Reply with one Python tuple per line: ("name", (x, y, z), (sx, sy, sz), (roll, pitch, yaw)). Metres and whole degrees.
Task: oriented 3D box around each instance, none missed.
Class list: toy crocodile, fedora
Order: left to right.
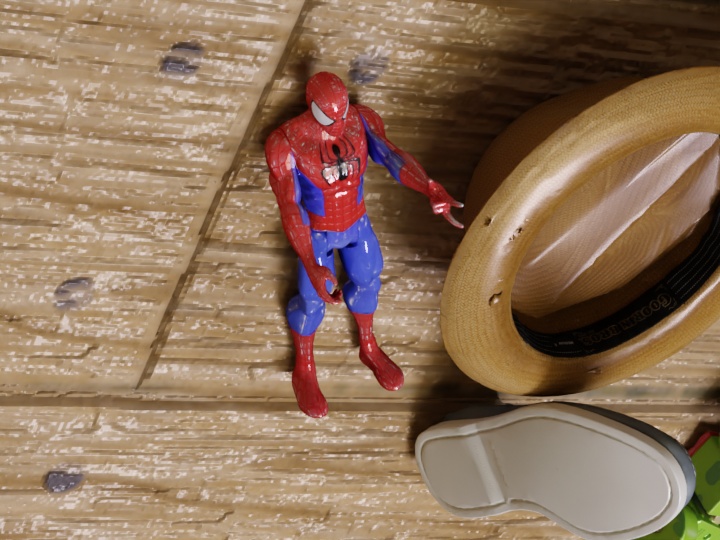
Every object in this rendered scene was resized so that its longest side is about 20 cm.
("fedora", (0.114, -0.032, 1.314), (0.200, 0.082, 0.201), (-18, 136, -19))
("toy crocodile", (0.205, 0.121, 1.539), (0.067, 0.062, 0.200), (20, 120, -43))

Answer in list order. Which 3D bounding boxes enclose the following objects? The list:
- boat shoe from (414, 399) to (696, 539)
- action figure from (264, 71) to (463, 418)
("boat shoe", (0.106, 0.091, 1.364), (0.062, 0.200, 0.073), (-26, 102, -32))
("action figure", (0.000, 0.000, 1.264), (0.065, 0.099, 0.200), (-21, 134, -16))
